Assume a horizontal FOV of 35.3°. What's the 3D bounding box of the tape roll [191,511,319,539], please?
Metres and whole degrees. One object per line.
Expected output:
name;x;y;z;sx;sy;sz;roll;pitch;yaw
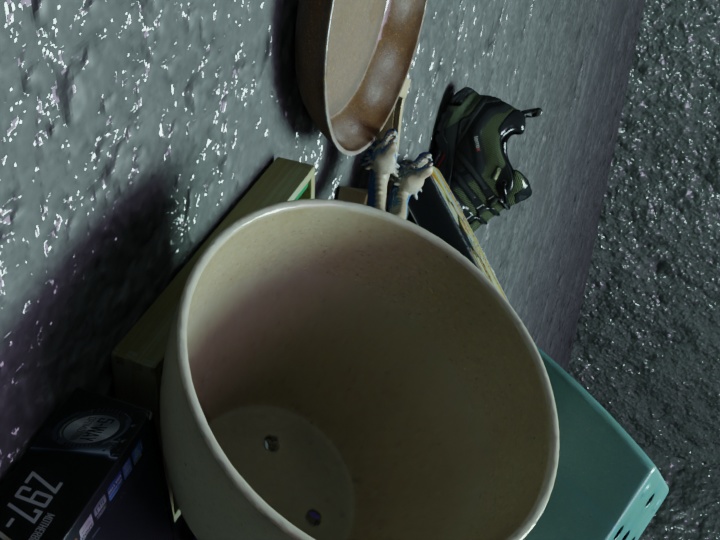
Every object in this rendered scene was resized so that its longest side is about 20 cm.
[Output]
tape roll;-0.011;0.192;0.741;0.200;0.199;0.066;54;53;-71

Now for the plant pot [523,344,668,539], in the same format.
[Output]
plant pot;0.090;0.116;0.740;0.142;0.200;0.141;-55;152;-5

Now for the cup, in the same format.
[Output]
cup;-0.020;0.085;0.579;0.143;0.200;0.201;-52;-175;46

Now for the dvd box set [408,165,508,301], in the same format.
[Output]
dvd box set;0.081;-0.021;0.955;0.147;0.029;0.200;63;8;2

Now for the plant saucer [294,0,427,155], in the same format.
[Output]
plant saucer;0.002;-0.177;0.738;0.200;0.034;0.201;17;90;-75

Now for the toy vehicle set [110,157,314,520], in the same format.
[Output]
toy vehicle set;-0.079;0.036;0.673;0.200;0.026;0.125;-57;157;-46

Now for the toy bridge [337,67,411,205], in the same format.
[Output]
toy bridge;0.004;-0.053;0.874;0.067;0.027;0.201;-11;116;-74

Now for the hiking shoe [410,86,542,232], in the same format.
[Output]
hiking shoe;0.111;-0.071;1.091;0.076;0.100;0.201;-10;115;-72

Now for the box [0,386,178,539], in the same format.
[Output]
box;-0.154;0.180;0.524;0.200;0.043;0.161;-59;158;-43

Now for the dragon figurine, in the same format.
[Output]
dragon figurine;0.000;0.000;0.815;0.100;0.059;0.201;-99;-148;-61
